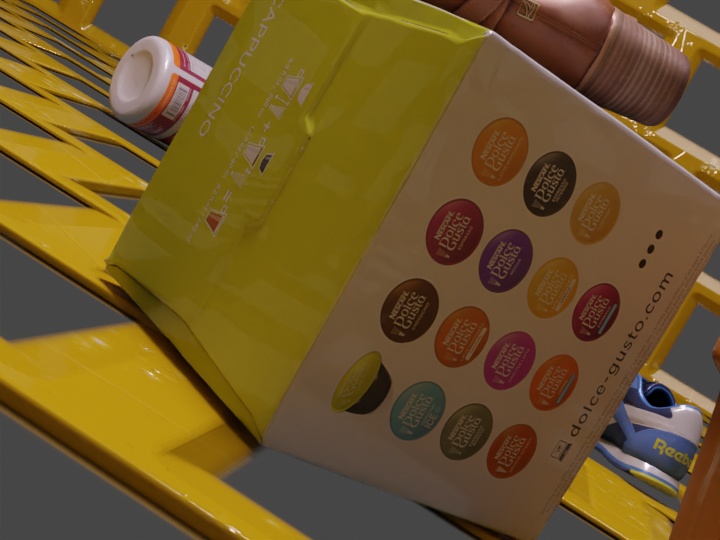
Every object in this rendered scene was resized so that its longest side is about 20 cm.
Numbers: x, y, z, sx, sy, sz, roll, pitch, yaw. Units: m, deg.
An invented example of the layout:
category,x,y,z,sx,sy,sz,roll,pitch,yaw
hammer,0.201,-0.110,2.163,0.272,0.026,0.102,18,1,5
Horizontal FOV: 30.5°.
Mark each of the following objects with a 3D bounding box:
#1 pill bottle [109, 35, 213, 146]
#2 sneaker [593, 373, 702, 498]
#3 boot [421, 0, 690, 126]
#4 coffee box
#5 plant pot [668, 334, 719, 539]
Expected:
category,x,y,z,sx,sy,sz,roll,pitch,yaw
pill bottle,-0.202,-0.197,1.623,0.199,0.111,0.109,27,6,-43
sneaker,0.244,0.132,1.197,0.073,0.083,0.200,26,5,-25
boot,0.082,-0.143,0.731,0.153,0.075,0.200,26,2,-14
coffee box,0.022,-0.016,0.676,0.196,0.202,0.200,26,7,-38
plant pot,0.217,0.122,0.571,0.198,0.185,0.200,31,5,-3
